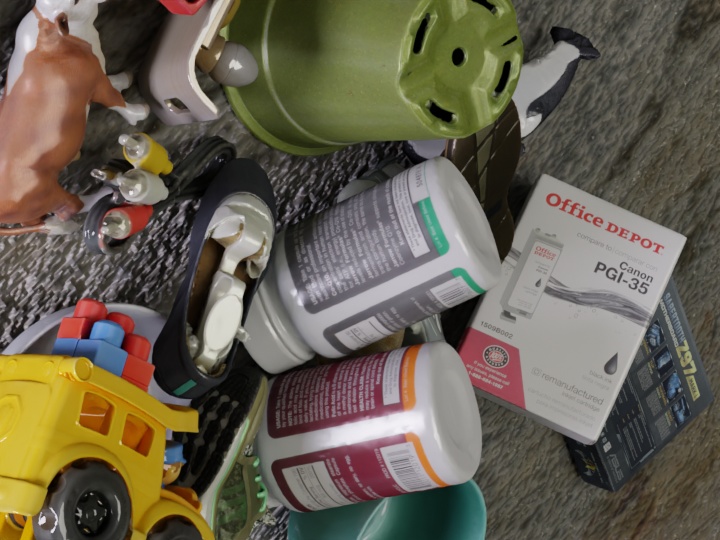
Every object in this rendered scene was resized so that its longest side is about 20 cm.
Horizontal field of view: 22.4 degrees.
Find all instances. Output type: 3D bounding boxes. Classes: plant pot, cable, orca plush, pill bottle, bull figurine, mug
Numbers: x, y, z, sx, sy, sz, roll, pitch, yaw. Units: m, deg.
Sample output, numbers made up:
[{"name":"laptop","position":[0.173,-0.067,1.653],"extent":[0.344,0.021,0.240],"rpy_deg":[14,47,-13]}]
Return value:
[{"name":"plant pot","position":[0.022,-0.175,1.413],"extent":[0.200,0.190,0.201],"rpy_deg":[-11,108,-37]},{"name":"cable","position":[-0.142,-0.055,1.354],"extent":[0.200,0.050,0.097],"rpy_deg":[-5,114,-64]},{"name":"orca plush","position":[0.114,-0.142,1.592],"extent":[0.105,0.071,0.200],"rpy_deg":[38,66,8]},{"name":"pill bottle","position":[0.000,0.000,1.431],"extent":[0.200,0.113,0.113],"rpy_deg":[-24,125,16]},{"name":"bull figurine","position":[-0.217,-0.116,1.318],"extent":[0.121,0.065,0.200],"rpy_deg":[23,91,-46]},{"name":"pill bottle","position":[-0.015,0.129,1.443],"extent":[0.114,0.200,0.114],"rpy_deg":[-13,90,-69]},{"name":"mug","position":[0.002,0.221,1.538],"extent":[0.185,0.114,0.152],"rpy_deg":[-26,124,-30]}]

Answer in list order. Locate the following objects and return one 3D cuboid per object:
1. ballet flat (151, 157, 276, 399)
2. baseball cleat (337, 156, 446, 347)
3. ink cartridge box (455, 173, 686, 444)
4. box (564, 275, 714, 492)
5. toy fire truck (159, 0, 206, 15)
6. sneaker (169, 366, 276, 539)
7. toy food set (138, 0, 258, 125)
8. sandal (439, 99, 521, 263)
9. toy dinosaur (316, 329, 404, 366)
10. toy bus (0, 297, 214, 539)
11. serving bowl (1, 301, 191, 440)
[{"name":"ballet flat","position":[-0.099,0.003,1.367],"extent":[0.073,0.073,0.200],"rpy_deg":[35,65,-38]},{"name":"baseball cleat","position":[0.052,-0.002,1.557],"extent":[0.106,0.070,0.200],"rpy_deg":[-37,122,-25]},{"name":"ink cartridge box","position":[0.181,0.034,1.612],"extent":[0.083,0.146,0.200],"rpy_deg":[72,43,-81]},{"name":"box","position":[0.250,0.087,1.746],"extent":[0.158,0.051,0.200],"rpy_deg":[-38,121,-25]},{"name":"toy fire truck","position":[-0.114,-0.281,1.310],"extent":[0.049,0.141,0.200],"rpy_deg":[42,75,-37]},{"name":"sneaker","position":[-0.102,0.169,1.395],"extent":[0.088,0.077,0.200],"rpy_deg":[13,101,-40]},{"name":"toy food set","position":[-0.089,-0.202,1.342],"extent":[0.060,0.143,0.200],"rpy_deg":[29,82,-19]},{"name":"sandal","position":[0.091,-0.071,1.515],"extent":[0.082,0.055,0.200],"rpy_deg":[-39,145,-24]},{"name":"toy dinosaur","position":[0.017,0.073,1.503],"extent":[0.101,0.058,0.200],"rpy_deg":[35,103,-15]},{"name":"toy bus","position":[-0.182,0.127,1.297],"extent":[0.200,0.136,0.192],"rpy_deg":[35,63,-40]},{"name":"serving bowl","position":[-0.211,0.116,1.381],"extent":[0.200,0.066,0.201],"rpy_deg":[-10,107,-37]}]
